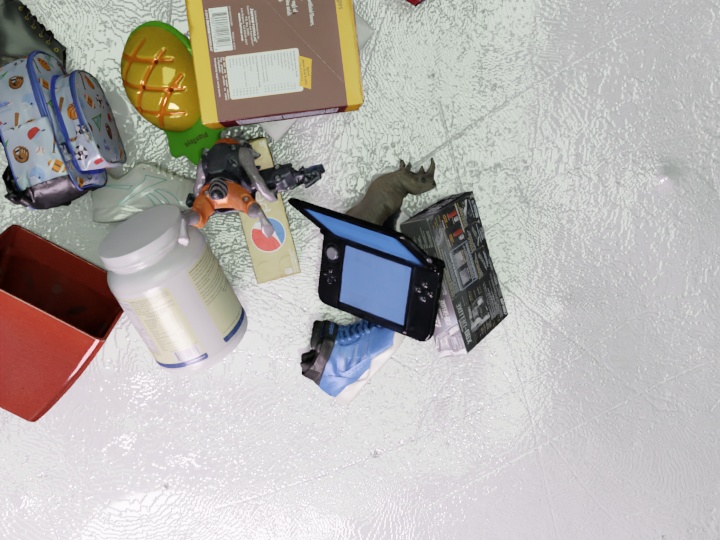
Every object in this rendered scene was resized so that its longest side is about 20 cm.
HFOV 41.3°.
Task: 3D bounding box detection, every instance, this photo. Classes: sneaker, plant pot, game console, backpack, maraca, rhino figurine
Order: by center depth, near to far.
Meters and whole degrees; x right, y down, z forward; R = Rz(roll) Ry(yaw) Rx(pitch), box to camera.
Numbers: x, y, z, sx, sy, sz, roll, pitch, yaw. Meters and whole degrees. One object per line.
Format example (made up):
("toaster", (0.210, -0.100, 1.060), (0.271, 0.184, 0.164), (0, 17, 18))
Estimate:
("backpack", (-0.402, -0.187, 1.240), (0.153, 0.200, 0.192), (-27, 97, -2))
("game console", (0.000, 0.000, 1.285), (0.199, 0.116, 0.177), (20, 113, 32))
("sneaker", (-0.457, -0.342, 1.302), (0.105, 0.075, 0.202), (-2, 108, -10))
("plant pot", (-0.452, 0.083, 1.309), (0.199, 0.200, 0.177), (29, 107, -9))
("maraca", (-0.256, -0.243, 1.310), (0.137, 0.107, 0.201), (-21, 101, 38))
("sneaker", (-0.285, -0.117, 1.350), (0.198, 0.070, 0.081), (-8, 96, -4))
("sneaker", (-0.012, 0.097, 1.391), (0.111, 0.077, 0.200), (33, 116, -12))
("rhino figurine", (0.040, -0.090, 1.394), (0.087, 0.060, 0.200), (42, 90, -14))

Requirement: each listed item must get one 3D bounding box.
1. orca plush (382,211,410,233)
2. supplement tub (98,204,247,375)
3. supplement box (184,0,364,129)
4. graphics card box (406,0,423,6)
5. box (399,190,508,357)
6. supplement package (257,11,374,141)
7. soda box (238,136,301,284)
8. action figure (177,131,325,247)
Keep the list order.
("orca plush", (0.075, -0.001, 1.387), (0.200, 0.071, 0.106), (43, 48, -42))
("supplement tub", (-0.257, 0.027, 1.311), (0.144, 0.145, 0.201), (-26, 118, -2))
("supplement box", (-0.106, -0.289, 1.188), (0.198, 0.133, 0.199), (-7, 96, -3))
("graphics card box", (0.114, -0.471, 1.312), (0.051, 0.125, 0.201), (28, 95, -9))
("box", (0.138, 0.003, 1.370), (0.049, 0.157, 0.202), (-11, 103, 34))
("supplement package", (-0.092, -0.291, 1.318), (0.120, 0.121, 0.200), (42, 93, -9))
("soda box", (-0.142, -0.088, 1.372), (0.067, 0.064, 0.202), (-14, 100, -4))
("action figure", (-0.150, -0.119, 1.239), (0.198, 0.194, 0.105), (-17, 129, 7))
